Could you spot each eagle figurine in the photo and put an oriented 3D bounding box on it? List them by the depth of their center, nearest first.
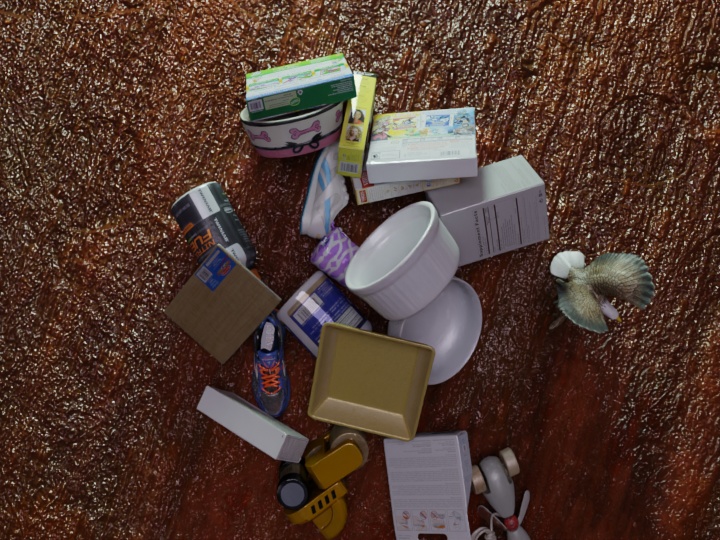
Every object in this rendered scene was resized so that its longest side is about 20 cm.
[{"bbox_3d":[0.422,0.041,1.482,0.147,0.200,0.156,11,85,1],"label":"eagle figurine"}]

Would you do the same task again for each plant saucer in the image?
[{"bbox_3d":[0.018,0.184,1.431,0.195,0.049,0.204,13,118,3],"label":"plant saucer"}]

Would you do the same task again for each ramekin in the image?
[{"bbox_3d":[0.076,-0.011,1.406,0.201,0.200,0.098,-45,111,-4],"label":"ramekin"}]

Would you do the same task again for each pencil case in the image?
[{"bbox_3d":[0.000,0.000,1.522,0.198,0.084,0.086,37,75,-13],"label":"pencil case"}]

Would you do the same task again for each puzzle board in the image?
[{"bbox_3d":[-0.252,0.063,1.499,0.150,0.017,0.200,42,120,-6],"label":"puzzle board"}]

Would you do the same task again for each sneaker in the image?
[{"bbox_3d":[-0.171,0.171,1.522,0.073,0.078,0.206,-6,85,-1],"label":"sneaker"},{"bbox_3d":[-0.058,-0.160,1.560,0.079,0.076,0.205,14,91,-8],"label":"sneaker"}]

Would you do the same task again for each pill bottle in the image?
[{"bbox_3d":[-0.048,0.112,1.507,0.120,0.120,0.200,-44,90,-4],"label":"pill bottle"},{"bbox_3d":[-0.260,-0.052,1.526,0.105,0.106,0.203,-30,86,-3],"label":"pill bottle"}]

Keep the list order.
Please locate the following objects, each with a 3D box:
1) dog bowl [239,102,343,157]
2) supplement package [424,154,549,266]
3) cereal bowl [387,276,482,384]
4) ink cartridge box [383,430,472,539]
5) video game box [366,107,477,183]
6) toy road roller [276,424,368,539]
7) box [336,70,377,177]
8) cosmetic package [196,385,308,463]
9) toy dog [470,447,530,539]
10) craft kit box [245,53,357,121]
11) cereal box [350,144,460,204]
[{"bbox_3d":[-0.119,-0.271,1.511,0.195,0.201,0.075,-12,117,-2],"label":"dog bowl"},{"bbox_3d":[0.230,-0.108,1.512,0.195,0.122,0.122,-16,124,-2],"label":"supplement package"},{"bbox_3d":[0.125,0.100,1.506,0.196,0.083,0.205,-13,112,-32],"label":"cereal bowl"},{"bbox_3d":[0.128,0.396,1.486,0.157,0.047,0.206,-10,86,33],"label":"ink cartridge box"},{"bbox_3d":[0.114,-0.229,1.499,0.195,0.048,0.184,-2,41,9],"label":"video game box"},{"bbox_3d":[-0.053,0.384,1.489,0.198,0.123,0.147,-35,99,1],"label":"toy road roller"},{"bbox_3d":[-0.005,-0.271,1.520,0.049,0.076,0.204,8,55,1],"label":"box"},{"bbox_3d":[-0.194,0.274,1.469,0.197,0.082,0.051,24,84,31],"label":"cosmetic package"},{"bbox_3d":[0.254,0.417,1.516,0.128,0.096,0.206,-1,100,-4],"label":"toy dog"},{"bbox_3d":[-0.113,-0.340,1.512,0.195,0.199,0.049,-13,120,-1],"label":"craft kit box"},{"bbox_3d":[0.076,-0.194,1.534,0.195,0.145,0.040,-12,129,-3],"label":"cereal box"}]
